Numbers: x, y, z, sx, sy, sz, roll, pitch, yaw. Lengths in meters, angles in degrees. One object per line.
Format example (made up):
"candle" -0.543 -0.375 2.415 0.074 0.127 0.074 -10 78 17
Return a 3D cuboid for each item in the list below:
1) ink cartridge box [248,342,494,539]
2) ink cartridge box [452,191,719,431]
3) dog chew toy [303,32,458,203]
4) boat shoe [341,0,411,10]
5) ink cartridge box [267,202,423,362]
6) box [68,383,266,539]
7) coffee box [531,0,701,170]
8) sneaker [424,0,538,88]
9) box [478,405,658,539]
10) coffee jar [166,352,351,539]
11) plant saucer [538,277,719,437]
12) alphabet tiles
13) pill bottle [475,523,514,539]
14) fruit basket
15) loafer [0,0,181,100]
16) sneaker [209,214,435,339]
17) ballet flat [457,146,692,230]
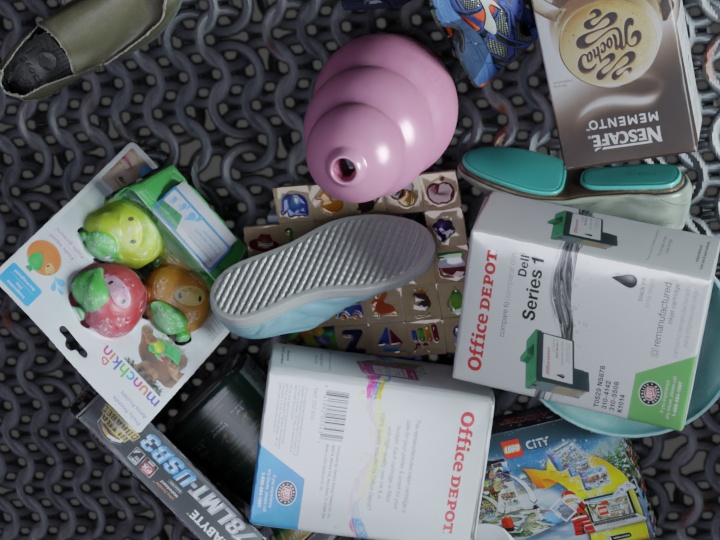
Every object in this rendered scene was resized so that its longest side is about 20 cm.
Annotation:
"ink cartridge box" 0.010 0.154 1.659 0.198 0.085 0.146 8 104 -2
"ink cartridge box" 0.182 0.032 1.549 0.198 0.084 0.147 11 118 12
"dog chew toy" 0.009 -0.117 1.536 0.124 0.200 0.125 5 114 12
"boat shoe" 0.058 -0.273 1.537 0.198 0.075 0.093 -8 130 16
"ink cartridge box" -0.011 0.035 1.700 0.118 0.042 0.201 -2 114 15
"box" -0.180 0.181 1.724 0.200 0.198 0.050 45 84 -7
"coffee box" 0.204 -0.193 1.520 0.112 0.080 0.201 -8 111 17
"sneaker" 0.090 -0.227 1.505 0.078 0.200 0.076 -28 62 7
"box" 0.157 0.197 1.728 0.199 0.038 0.137 -15 109 20
"coffee jar" -0.077 0.179 1.751 0.104 0.085 0.200 -43 98 10
"plant saucer" 0.224 0.047 1.613 0.198 0.036 0.201 7 117 15
"alphabet tiles" 0.000 0.000 1.658 0.198 0.008 0.168 -4 111 15
"pill bottle" 0.147 0.326 1.715 0.115 0.116 0.200 -25 125 23
"fruit basket" -0.193 0.009 1.642 0.185 0.200 0.094 49 137 -9
"loafer" -0.236 -0.202 1.634 0.199 0.070 0.075 -34 102 25
"sneaker" -0.030 0.008 1.637 0.198 0.082 0.074 -13 67 3
"ballet flat" 0.179 -0.060 1.596 0.198 0.068 0.064 6 126 13
